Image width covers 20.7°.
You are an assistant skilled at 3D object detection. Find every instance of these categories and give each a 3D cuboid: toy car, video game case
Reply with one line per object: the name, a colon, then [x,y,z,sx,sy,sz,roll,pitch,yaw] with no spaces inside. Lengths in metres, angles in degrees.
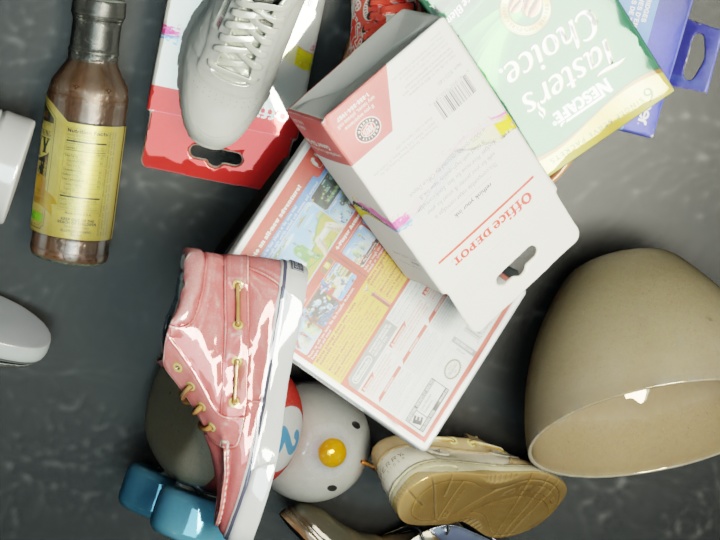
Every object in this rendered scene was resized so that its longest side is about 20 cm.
toy car: [-0.054,0.126,1.504,0.199,0.177,0.185,19,87,-22]
video game case: [0.004,0.017,1.420,0.200,0.017,0.143,36,79,-13]

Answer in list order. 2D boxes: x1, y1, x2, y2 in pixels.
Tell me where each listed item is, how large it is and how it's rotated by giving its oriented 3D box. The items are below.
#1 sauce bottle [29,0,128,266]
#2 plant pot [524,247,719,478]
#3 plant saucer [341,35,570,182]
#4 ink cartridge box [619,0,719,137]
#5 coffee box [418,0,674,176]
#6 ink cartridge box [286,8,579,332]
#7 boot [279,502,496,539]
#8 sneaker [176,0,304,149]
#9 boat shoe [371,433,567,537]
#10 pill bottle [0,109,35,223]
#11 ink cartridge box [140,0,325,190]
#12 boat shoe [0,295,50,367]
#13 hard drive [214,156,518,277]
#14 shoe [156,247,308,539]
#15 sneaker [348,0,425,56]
sauce bottle: [-0.208,-0.106,1.485,0.064,0.065,0.201,8,99,-7]
plant pot: [0.214,0.062,1.514,0.200,0.200,0.135,-8,66,-4]
plant saucer: [0.081,-0.140,1.523,0.199,0.032,0.201,-1,102,-5]
ink cartridge box: [0.166,-0.182,1.470,0.199,0.076,0.137,13,100,-10]
coffee box: [0.122,-0.178,1.405,0.123,0.044,0.200,-33,103,2]
ink cartridge box: [0.055,-0.068,1.378,0.116,0.067,0.200,-41,115,-12]
boot: [0.032,0.218,1.577,0.200,0.075,0.097,37,86,-22]
sneaker: [-0.080,-0.180,1.404,0.076,0.081,0.201,19,101,-11]
boat shoe: [0.085,0.159,1.538,0.200,0.069,0.074,16,117,-49]
pill bottle: [-0.346,-0.103,1.446,0.199,0.111,0.111,17,99,-9]
ink cartridge box: [-0.094,-0.169,1.480,0.116,0.067,0.201,11,100,-8]
boat shoe: [-0.338,0.042,1.505,0.199,0.069,0.057,16,118,-7]
hard drive: [0.000,0.000,1.497,0.200,0.033,0.140,26,141,-13]
shoe: [-0.098,0.085,1.357,0.091,0.071,0.201,10,91,-9]
sneaker: [0.025,-0.169,1.440,0.067,0.108,0.202,7,101,-8]
